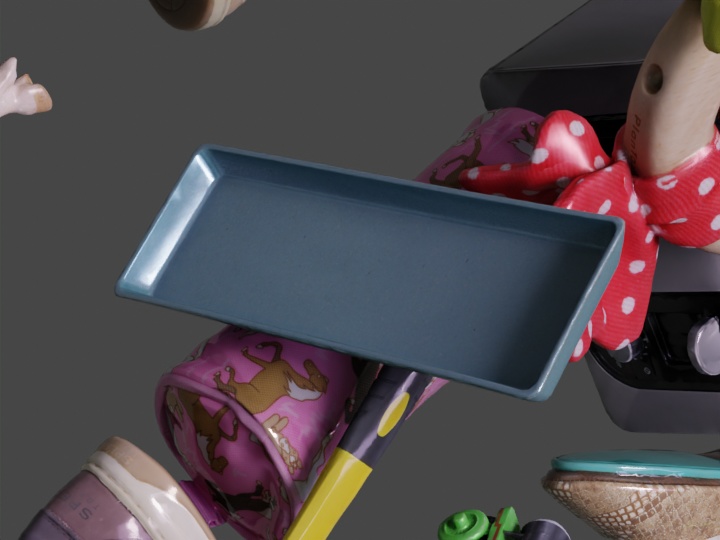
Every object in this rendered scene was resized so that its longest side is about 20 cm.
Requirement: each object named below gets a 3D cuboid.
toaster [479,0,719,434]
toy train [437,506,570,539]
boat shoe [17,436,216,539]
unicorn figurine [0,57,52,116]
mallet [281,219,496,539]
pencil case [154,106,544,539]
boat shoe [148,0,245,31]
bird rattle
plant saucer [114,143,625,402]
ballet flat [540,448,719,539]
[{"bbox_3d":[0.173,-0.047,0.948,0.200,0.118,0.182,-35,113,-32],"label":"toaster"},{"bbox_3d":[0.039,0.157,0.844,0.042,0.056,0.200,69,28,-25],"label":"toy train"},{"bbox_3d":[-0.062,0.155,0.808,0.065,0.072,0.201,-34,117,-18],"label":"boat shoe"},{"bbox_3d":[-0.166,-0.031,0.712,0.137,0.074,0.200,-44,121,-17],"label":"unicorn figurine"},{"bbox_3d":[0.000,0.077,0.765,0.066,0.041,0.200,44,78,-27],"label":"mallet"},{"bbox_3d":[0.010,0.019,0.844,0.200,0.083,0.087,-39,131,-30],"label":"pencil case"},{"bbox_3d":[-0.054,-0.188,0.796,0.065,0.072,0.201,-7,91,-36],"label":"boat shoe"},{"bbox_3d":[0.141,-0.055,0.782,0.162,0.113,0.201,6,113,-29],"label":"bird rattle"},{"bbox_3d":[0.000,0.000,0.767,0.019,0.199,0.070,49,63,-44],"label":"plant saucer"},{"bbox_3d":[0.160,0.107,0.977,0.199,0.070,0.066,-2,98,-36],"label":"ballet flat"}]
